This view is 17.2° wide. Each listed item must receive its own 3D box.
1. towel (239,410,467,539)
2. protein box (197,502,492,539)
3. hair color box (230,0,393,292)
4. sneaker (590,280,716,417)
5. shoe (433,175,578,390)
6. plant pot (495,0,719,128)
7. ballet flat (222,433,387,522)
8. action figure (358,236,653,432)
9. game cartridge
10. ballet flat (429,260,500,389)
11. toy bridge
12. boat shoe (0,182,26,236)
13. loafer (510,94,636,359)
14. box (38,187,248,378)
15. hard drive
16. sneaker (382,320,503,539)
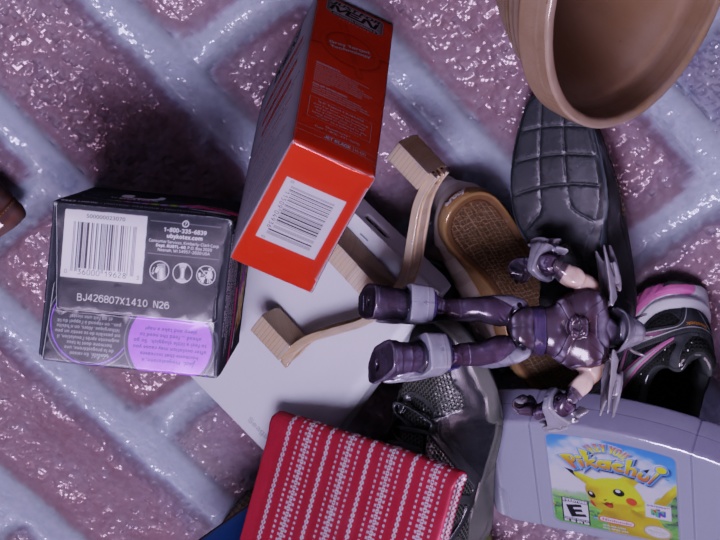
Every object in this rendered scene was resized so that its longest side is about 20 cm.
[{"bbox_3d":[-0.013,0.184,1.641,0.022,0.199,0.146,16,89,-42],"label":"towel"},{"bbox_3d":[0.005,0.278,1.757,0.135,0.199,0.199,-36,141,30],"label":"protein box"},{"bbox_3d":[-0.029,-0.087,1.554,0.061,0.200,0.102,23,123,-11],"label":"hair color box"},{"bbox_3d":[0.201,0.107,1.727,0.080,0.087,0.201,7,125,-14],"label":"sneaker"},{"bbox_3d":[0.106,0.010,1.705,0.070,0.053,0.200,-38,123,-10],"label":"shoe"},{"bbox_3d":[0.147,-0.199,1.505,0.092,0.200,0.202,28,133,35],"label":"plant pot"},{"bbox_3d":[-0.028,0.183,1.830,0.199,0.046,0.067,-27,118,21],"label":"ballet flat"},{"bbox_3d":[0.103,0.040,1.595,0.199,0.131,0.069,1,160,-13],"label":"action figure"},{"bbox_3d":[0.184,0.143,1.697,0.199,0.041,0.134,9,137,19],"label":"game cartridge"},{"bbox_3d":[0.063,0.087,1.744,0.068,0.069,0.201,-17,121,13],"label":"ballet flat"},{"bbox_3d":[0.000,0.000,1.644,0.067,0.027,0.200,46,121,12],"label":"toy bridge"},{"bbox_3d":[-0.322,0.003,1.717,0.070,0.071,0.200,40,118,-16],"label":"boat shoe"},{"bbox_3d":[0.152,-0.034,1.658,0.072,0.072,0.201,0,107,26],"label":"loafer"},{"bbox_3d":[-0.141,0.004,1.614,0.121,0.200,0.107,6,95,0],"label":"box"},{"bbox_3d":[-0.036,0.038,1.710,0.132,0.026,0.200,44,121,14],"label":"hard drive"},{"bbox_3d":[0.038,0.130,1.663,0.076,0.114,0.200,33,136,37],"label":"sneaker"}]
